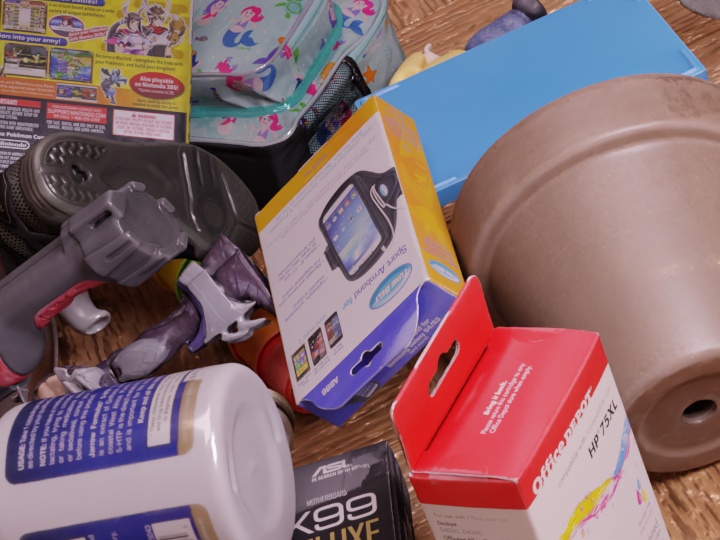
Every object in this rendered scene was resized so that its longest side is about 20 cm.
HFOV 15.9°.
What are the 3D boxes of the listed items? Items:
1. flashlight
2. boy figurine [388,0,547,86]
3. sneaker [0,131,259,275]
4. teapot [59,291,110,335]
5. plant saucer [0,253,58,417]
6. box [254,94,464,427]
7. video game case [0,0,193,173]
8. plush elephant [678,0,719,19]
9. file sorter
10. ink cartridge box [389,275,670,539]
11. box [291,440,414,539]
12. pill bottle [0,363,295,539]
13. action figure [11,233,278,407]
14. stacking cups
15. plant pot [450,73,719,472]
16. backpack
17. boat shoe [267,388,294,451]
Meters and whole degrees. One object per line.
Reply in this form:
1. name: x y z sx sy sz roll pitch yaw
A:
1. flashlight: -0.187 0.016 1.601 0.200 0.068 0.068 -32 -1 36
2. boy figurine: 0.073 -0.110 1.797 0.124 0.065 0.200 34 64 29
3. sneaker: -0.161 -0.036 1.670 0.114 0.199 0.077 -23 70 42
4. teapot: -0.284 -0.006 1.798 0.197 0.147 0.200 -6 3 -10
5. plant saucer: -0.298 0.052 1.696 0.200 0.201 0.032 -23 6 0
6. box: 0.000 0.000 1.548 0.119 0.041 0.200 -44 38 25
7. video game case: -0.212 -0.126 1.726 0.199 0.026 0.182 5 74 -14
8. plush elephant: 0.298 -0.200 1.709 0.164 0.155 0.200 12 46 40
9. file sorter: 0.122 -0.073 1.666 0.199 0.123 0.139 -25 35 -2
10. ink cartridge box: 0.093 0.113 1.361 0.067 0.200 0.116 2 41 31
11. box: -0.064 0.190 1.478 0.199 0.050 0.158 -17 35 9
12. pill bottle: -0.148 0.127 1.463 0.199 0.120 0.120 -11 36 18
13. action figure: -0.143 0.061 1.619 0.200 0.069 0.130 -37 0 1
14. stacking cups: -0.077 0.031 1.696 0.060 0.061 0.200 -30 35 -10
15. plant pot: 0.170 0.015 1.487 0.200 0.200 0.175 -22 51 2
16. backpack: -0.065 -0.137 1.850 0.177 0.151 0.200 5 38 36
17. boat shoe: -0.129 0.136 1.576 0.199 0.075 0.069 -24 34 17
